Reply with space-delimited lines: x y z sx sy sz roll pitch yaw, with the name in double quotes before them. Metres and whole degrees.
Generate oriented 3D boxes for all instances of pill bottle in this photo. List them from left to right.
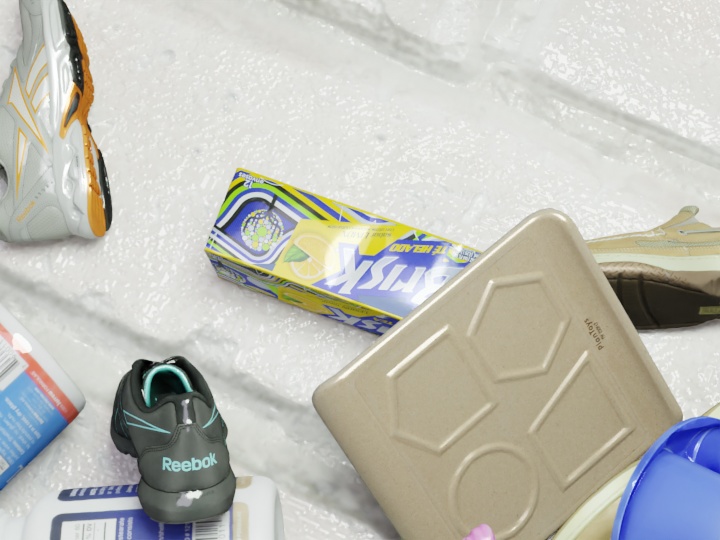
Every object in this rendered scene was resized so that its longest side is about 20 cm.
"pill bottle" -0.283 0.115 1.113 0.112 0.112 0.200 43 78 15
"pill bottle" -0.147 0.192 1.078 0.197 0.116 0.117 -3 70 2

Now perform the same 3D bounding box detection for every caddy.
"caddy" 0.210 0.190 1.033 0.140 0.104 0.203 -11 106 -40

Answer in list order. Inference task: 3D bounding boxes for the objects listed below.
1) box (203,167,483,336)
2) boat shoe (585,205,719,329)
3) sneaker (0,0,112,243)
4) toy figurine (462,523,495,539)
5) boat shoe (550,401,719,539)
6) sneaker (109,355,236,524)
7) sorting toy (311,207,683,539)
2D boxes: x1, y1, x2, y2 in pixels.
"box" 0.000 0.000 1.162 0.198 0.070 0.065 19 75 9
"boat shoe" 0.218 -0.007 1.164 0.197 0.072 0.077 3 58 -7
"sneaker" -0.235 -0.113 1.214 0.091 0.076 0.202 -12 69 3
"toy figurine" 0.073 0.220 0.998 0.148 0.185 0.201 -5 50 -24
"boat shoe" 0.198 0.152 1.102 0.200 0.073 0.063 -33 68 -16
"sneaker" -0.116 0.086 1.080 0.074 0.200 0.080 -10 107 -15
"sorting toy" 0.089 0.087 1.105 0.199 0.036 0.186 -37 112 -8
